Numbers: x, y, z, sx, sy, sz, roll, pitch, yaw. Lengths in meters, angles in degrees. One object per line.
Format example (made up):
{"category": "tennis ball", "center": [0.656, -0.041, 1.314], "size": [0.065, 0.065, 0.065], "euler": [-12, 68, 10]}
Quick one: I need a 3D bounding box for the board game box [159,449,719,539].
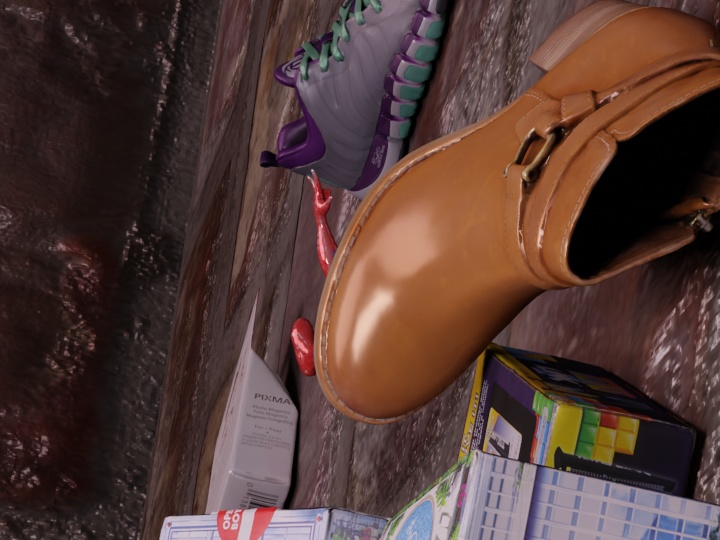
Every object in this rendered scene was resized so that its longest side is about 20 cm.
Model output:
{"category": "board game box", "center": [0.048, 0.101, 0.721], "size": [0.200, 0.199, 0.062], "euler": [126, 154, -71]}

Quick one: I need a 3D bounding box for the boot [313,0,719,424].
{"category": "boot", "center": [0.065, -0.009, 1.037], "size": [0.200, 0.077, 0.155], "euler": [-45, 18, 3]}

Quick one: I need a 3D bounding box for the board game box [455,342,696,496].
{"category": "board game box", "center": [0.062, 0.138, 1.066], "size": [0.165, 0.056, 0.201], "euler": [-131, 53, -82]}

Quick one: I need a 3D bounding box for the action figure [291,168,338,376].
{"category": "action figure", "center": [0.000, 0.000, 1.583], "size": [0.200, 0.065, 0.100], "euler": [146, 118, -77]}

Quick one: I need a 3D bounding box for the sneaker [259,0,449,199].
{"category": "sneaker", "center": [-0.002, -0.132, 1.715], "size": [0.075, 0.087, 0.201], "euler": [-93, 16, -59]}

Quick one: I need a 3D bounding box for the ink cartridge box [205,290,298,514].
{"category": "ink cartridge box", "center": [-0.079, 0.139, 2.048], "size": [0.200, 0.057, 0.163], "euler": [-77, 3, -52]}
